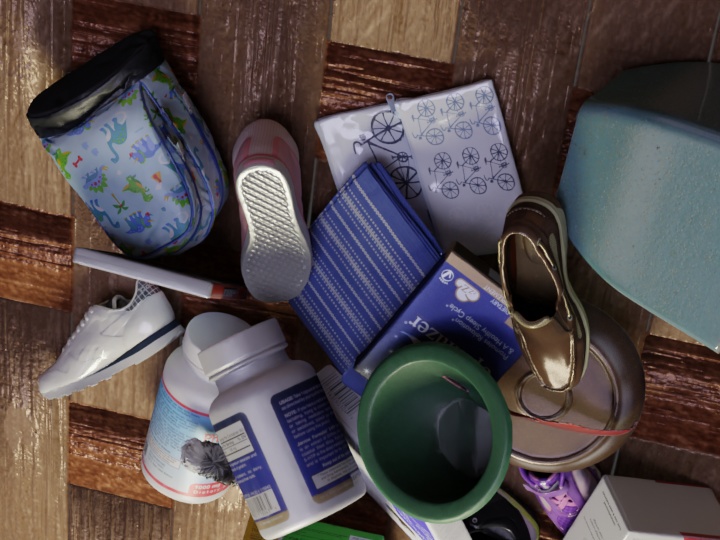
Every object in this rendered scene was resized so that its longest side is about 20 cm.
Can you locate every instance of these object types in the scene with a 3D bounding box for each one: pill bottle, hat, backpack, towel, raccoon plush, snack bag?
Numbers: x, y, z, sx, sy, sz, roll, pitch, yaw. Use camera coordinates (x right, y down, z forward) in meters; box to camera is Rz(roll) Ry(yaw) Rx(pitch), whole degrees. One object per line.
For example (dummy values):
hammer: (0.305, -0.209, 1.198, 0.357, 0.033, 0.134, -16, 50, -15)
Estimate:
pill bottle: (-0.085, 0.158, 1.543, 0.119, 0.119, 0.202, -26, 86, 26)
hat: (0.121, 0.163, 1.498, 0.200, 0.175, 0.167, 38, 108, 30)
backpack: (-0.222, -0.110, 1.536, 0.162, 0.154, 0.201, -25, 123, 17)
towel: (0.000, 0.000, 1.553, 0.145, 0.024, 0.200, 54, 130, 13)
raccoon plush: (-0.099, 0.212, 1.668, 0.198, 0.098, 0.134, 21, 163, -5)
snack bag: (0.062, -0.090, 1.529, 0.198, 0.021, 0.190, -8, 117, 19)
pill bottle: (-0.172, 0.150, 1.676, 0.108, 0.109, 0.201, 20, 123, 3)

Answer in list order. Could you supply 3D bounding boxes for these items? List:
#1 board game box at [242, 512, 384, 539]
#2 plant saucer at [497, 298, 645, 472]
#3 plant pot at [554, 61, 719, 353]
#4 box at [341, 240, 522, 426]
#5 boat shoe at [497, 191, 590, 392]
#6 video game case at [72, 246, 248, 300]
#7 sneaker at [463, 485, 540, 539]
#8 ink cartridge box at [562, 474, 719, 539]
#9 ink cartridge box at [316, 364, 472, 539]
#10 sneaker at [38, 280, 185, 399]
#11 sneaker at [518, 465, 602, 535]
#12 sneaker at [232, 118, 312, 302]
board game box: (-0.044, 0.330, 1.721, 0.151, 0.041, 0.200, 11, 157, 8)
plant saucer: (0.185, 0.120, 1.523, 0.198, 0.032, 0.202, 5, 112, 12)
plant pot: (0.293, -0.084, 1.380, 0.199, 0.196, 0.198, 26, 124, 21)
box: (0.079, 0.081, 1.495, 0.121, 0.032, 0.200, 36, 116, -7)
boat shoe: (0.160, 0.033, 1.390, 0.074, 0.075, 0.204, -3, 119, 27)
video game case: (-0.200, 0.005, 1.560, 0.141, 0.200, 0.018, 15, 90, 6)
sneaker: (0.114, 0.260, 1.674, 0.199, 0.083, 0.072, 30, 122, 2)
ink cartridge box: (0.289, 0.324, 1.636, 0.143, 0.084, 0.201, 9, 126, -23)
ink cartridge box: (0.036, 0.220, 1.616, 0.198, 0.043, 0.201, 42, 164, 38)
sneaker: (-0.288, 0.078, 1.697, 0.199, 0.076, 0.081, -29, 97, 22)
sneaker: (0.208, 0.219, 1.626, 0.080, 0.089, 0.202, -15, 115, 20)
sneaker: (-0.090, -0.066, 1.551, 0.074, 0.105, 0.201, -4, 135, 1)
